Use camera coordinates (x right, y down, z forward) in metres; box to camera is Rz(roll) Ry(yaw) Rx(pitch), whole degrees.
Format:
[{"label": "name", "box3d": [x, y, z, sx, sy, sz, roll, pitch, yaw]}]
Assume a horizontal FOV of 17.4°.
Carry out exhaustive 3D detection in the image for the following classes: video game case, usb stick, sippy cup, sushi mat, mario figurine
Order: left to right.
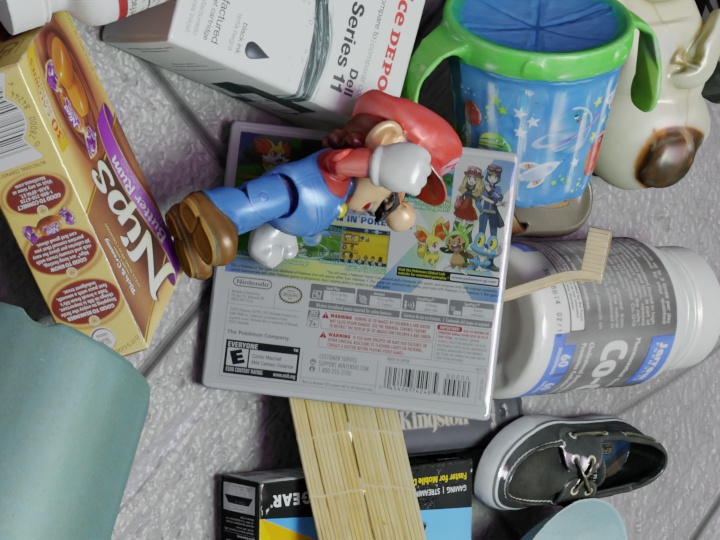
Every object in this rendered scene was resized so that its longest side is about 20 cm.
[{"label": "mario figurine", "box3d": [-0.018, -0.040, 1.532, 0.199, 0.123, 0.107, -23, 124, -19]}, {"label": "sushi mat", "box3d": [-0.007, 0.115, 1.636, 0.095, 0.012, 0.201, 2, 66, -36]}, {"label": "video game case", "box3d": [0.000, 0.000, 1.605, 0.198, 0.022, 0.184, 7, 89, 2]}, {"label": "usb stick", "box3d": [0.039, 0.108, 1.711, 0.199, 0.033, 0.056, -2, 76, -39]}, {"label": "sippy cup", "box3d": [0.120, -0.121, 1.657, 0.140, 0.177, 0.131, -68, 164, -59]}]

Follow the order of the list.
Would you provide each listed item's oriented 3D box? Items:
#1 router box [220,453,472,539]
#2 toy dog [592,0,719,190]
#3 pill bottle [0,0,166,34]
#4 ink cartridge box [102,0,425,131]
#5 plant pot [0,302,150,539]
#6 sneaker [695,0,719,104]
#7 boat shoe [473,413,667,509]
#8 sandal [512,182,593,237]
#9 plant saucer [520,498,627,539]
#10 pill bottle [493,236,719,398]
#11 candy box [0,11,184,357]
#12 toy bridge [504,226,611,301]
[{"label": "router box", "box3d": [-0.008, 0.212, 1.671, 0.199, 0.051, 0.150, -3, 95, -40]}, {"label": "toy dog", "box3d": [0.206, -0.158, 1.762, 0.193, 0.139, 0.201, -30, 115, -37]}, {"label": "pill bottle", "box3d": [-0.135, -0.217, 1.425, 0.199, 0.112, 0.113, -23, 109, -13]}, {"label": "ink cartridge box", "box3d": [-0.056, -0.188, 1.582, 0.199, 0.083, 0.148, 20, 82, -39]}, {"label": "plant pot", "box3d": [-0.226, 0.135, 1.413, 0.200, 0.200, 0.197, 37, 63, -35]}, {"label": "sneaker", "box3d": [0.300, -0.215, 1.878, 0.071, 0.098, 0.202, 25, 54, -25]}, {"label": "boat shoe", "box3d": [0.161, 0.144, 1.774, 0.199, 0.056, 0.069, -8, 111, -51]}, {"label": "sandal", "box3d": [0.106, -0.050, 1.741, 0.199, 0.054, 0.082, 1, 93, -39]}, {"label": "plant saucer", "box3d": [0.133, 0.261, 1.777, 0.201, 0.039, 0.202, -28, 127, -44]}, {"label": "pill bottle", "box3d": [0.170, 0.033, 1.762, 0.199, 0.113, 0.115, -4, 96, -38]}, {"label": "candy box", "box3d": [-0.181, -0.054, 1.472, 0.117, 0.056, 0.201, -73, 142, -63]}, {"label": "toy bridge", "box3d": [0.073, -0.014, 1.659, 0.199, 0.027, 0.068, 11, 85, 6]}]
